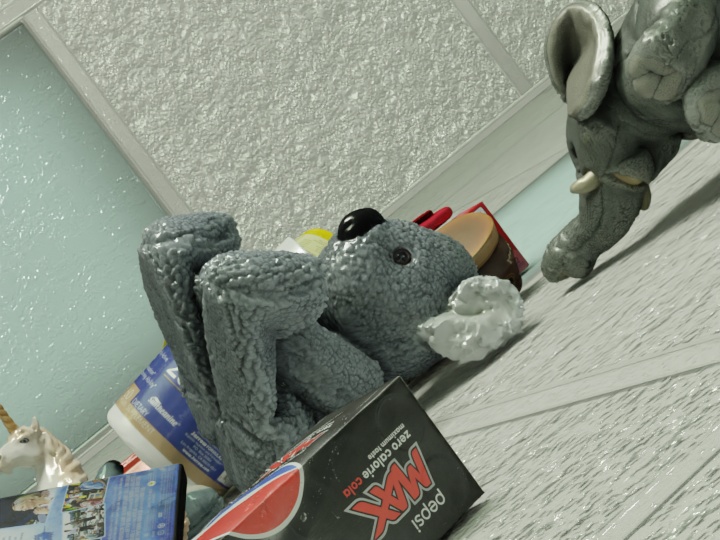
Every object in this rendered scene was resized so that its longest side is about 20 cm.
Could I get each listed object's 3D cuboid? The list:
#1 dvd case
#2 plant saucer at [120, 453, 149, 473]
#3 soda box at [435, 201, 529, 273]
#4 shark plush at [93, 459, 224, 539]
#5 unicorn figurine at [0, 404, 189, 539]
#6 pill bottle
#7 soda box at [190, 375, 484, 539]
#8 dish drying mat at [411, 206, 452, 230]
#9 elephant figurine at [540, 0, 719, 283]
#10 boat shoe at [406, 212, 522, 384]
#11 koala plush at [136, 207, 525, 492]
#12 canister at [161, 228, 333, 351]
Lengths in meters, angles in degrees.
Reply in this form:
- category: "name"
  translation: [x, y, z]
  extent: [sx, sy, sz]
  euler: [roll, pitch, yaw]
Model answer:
- category: "dvd case"
  translation: [-0.210, 0.186, 1.291]
  extent: [0.198, 0.018, 0.143]
  euler: [-11, 29, 4]
- category: "plant saucer"
  translation: [-0.246, 0.225, 2.074]
  extent: [0.199, 0.037, 0.200]
  euler: [-39, 3, -10]
- category: "soda box"
  translation: [0.028, 0.036, 1.511]
  extent: [0.200, 0.064, 0.070]
  euler: [-39, 4, -22]
- category: "shark plush"
  translation: [-0.187, 0.212, 1.415]
  extent: [0.199, 0.091, 0.083]
  euler: [-35, 32, -31]
- category: "unicorn figurine"
  translation: [-0.201, 0.174, 1.390]
  extent: [0.074, 0.198, 0.138]
  euler: [80, -150, -48]
- category: "pill bottle"
  translation: [-0.092, 0.075, 1.565]
  extent: [0.200, 0.111, 0.111]
  euler: [-48, 4, -3]
- category: "soda box"
  translation: [-0.038, 0.131, 0.854]
  extent: [0.200, 0.071, 0.063]
  euler: [-41, 6, -40]
- category: "dish drying mat"
  translation: [0.000, 0.000, 1.469]
  extent: [0.077, 0.018, 0.200]
  euler: [-38, -1, 32]
- category: "elephant figurine"
  translation: [0.170, -0.106, 1.231]
  extent: [0.155, 0.142, 0.200]
  euler: [-46, 11, -31]
- category: "boat shoe"
  translation: [0.027, 0.045, 1.399]
  extent: [0.199, 0.071, 0.070]
  euler: [-35, 37, -6]
- category: "koala plush"
  translation: [-0.009, 0.035, 1.280]
  extent: [0.199, 0.185, 0.177]
  euler: [-23, 20, -21]
- category: "canister"
  translation: [-0.082, 0.066, 1.741]
  extent: [0.200, 0.086, 0.149]
  euler: [-39, -30, -48]
